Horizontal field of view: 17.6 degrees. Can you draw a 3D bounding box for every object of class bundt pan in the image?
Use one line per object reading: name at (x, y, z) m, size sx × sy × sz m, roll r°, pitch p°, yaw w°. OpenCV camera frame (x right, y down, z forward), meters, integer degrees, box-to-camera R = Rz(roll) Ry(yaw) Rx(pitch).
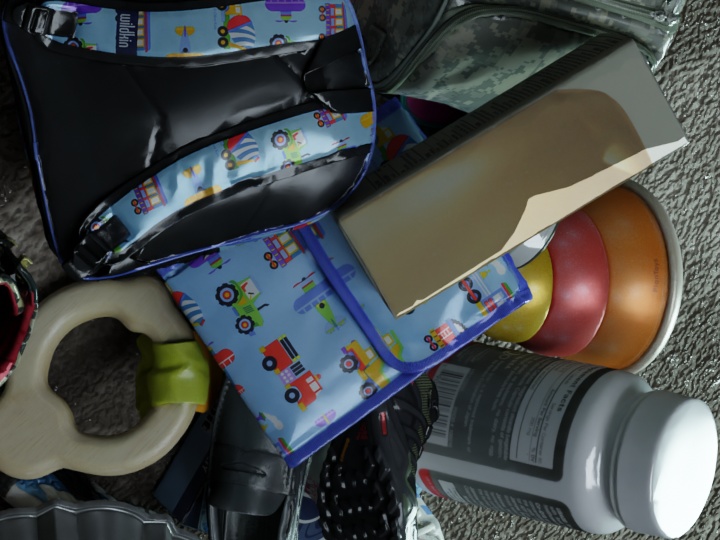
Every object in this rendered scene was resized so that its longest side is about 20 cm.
bundt pan at (-0.189, 0.238, 1.517) m, size 0.200 × 0.076 × 0.203 m, roll -6°, pitch 140°, yaw -5°

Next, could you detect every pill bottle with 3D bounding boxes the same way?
pill bottle at (0.139, 0.119, 1.611) m, size 0.114 × 0.199 × 0.115 m, roll -18°, pitch 113°, yaw -51°

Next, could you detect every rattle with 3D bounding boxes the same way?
rattle at (-0.195, 0.083, 1.513) m, size 0.199 × 0.143 × 0.131 m, roll -31°, pitch 101°, yaw 0°

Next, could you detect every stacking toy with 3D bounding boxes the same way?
stacking toy at (0.115, 0.003, 1.640) m, size 0.199 × 0.146 × 0.147 m, roll 2°, pitch 115°, yaw -34°

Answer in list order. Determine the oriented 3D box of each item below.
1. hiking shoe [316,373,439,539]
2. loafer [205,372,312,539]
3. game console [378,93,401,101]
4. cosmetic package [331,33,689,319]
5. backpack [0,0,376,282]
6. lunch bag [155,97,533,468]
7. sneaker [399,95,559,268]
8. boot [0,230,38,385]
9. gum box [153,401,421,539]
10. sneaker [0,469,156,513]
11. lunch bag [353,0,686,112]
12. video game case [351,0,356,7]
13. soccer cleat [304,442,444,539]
hiking shoe at (0.023, 0.114, 1.557) m, size 0.100 × 0.075 × 0.202 m, roll -21°, pitch 111°, yaw -49°
loafer at (-0.069, 0.140, 1.548) m, size 0.070 × 0.067 × 0.202 m, roll -55°, pitch 151°, yaw -64°
game console at (0.018, -0.216, 1.503) m, size 0.199 × 0.031 × 0.177 m, roll 28°, pitch 103°, yaw -44°
cosmetic package at (0.083, -0.057, 1.357) m, size 0.199 × 0.105 × 0.071 m, roll -31°, pitch 99°, yaw 1°
backpack at (-0.097, -0.099, 1.340) m, size 0.198 × 0.135 × 0.184 m, roll -14°, pitch 96°, yaw -9°
lunch bag at (0.000, 0.000, 1.446) m, size 0.199 × 0.151 × 0.094 m, roll -35°, pitch -179°, yaw 11°
sneaker at (0.088, -0.113, 1.566) m, size 0.120 × 0.083 × 0.201 m, roll 32°, pitch 57°, yaw -26°
boot at (-0.224, -0.044, 1.319) m, size 0.073 × 0.154 × 0.205 m, roll 5°, pitch 113°, yaw -41°
gum box at (-0.028, 0.123, 1.661) m, size 0.199 × 0.044 × 0.171 m, roll 24°, pitch 100°, yaw -45°
sneaker at (-0.185, 0.192, 1.561) m, size 0.087 × 0.075 × 0.200 m, roll -47°, pitch 135°, yaw 3°
lunch bag at (0.100, -0.173, 1.450) m, size 0.199 × 0.139 × 0.169 m, roll 10°, pitch 114°, yaw -32°
video game case at (-0.074, -0.146, 1.453) m, size 0.143 × 0.017 × 0.201 m, roll 29°, pitch 102°, yaw -45°
soccer cleat at (0.016, 0.165, 1.630) m, size 0.070 × 0.086 × 0.200 m, roll -44°, pitch 135°, yaw -8°
